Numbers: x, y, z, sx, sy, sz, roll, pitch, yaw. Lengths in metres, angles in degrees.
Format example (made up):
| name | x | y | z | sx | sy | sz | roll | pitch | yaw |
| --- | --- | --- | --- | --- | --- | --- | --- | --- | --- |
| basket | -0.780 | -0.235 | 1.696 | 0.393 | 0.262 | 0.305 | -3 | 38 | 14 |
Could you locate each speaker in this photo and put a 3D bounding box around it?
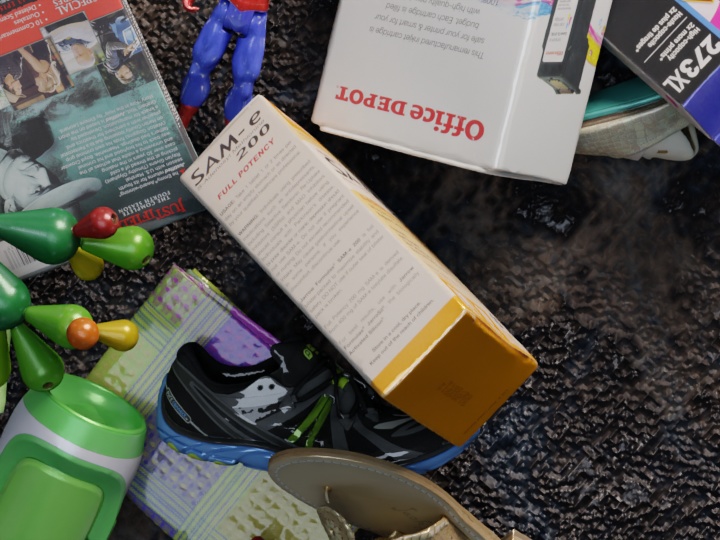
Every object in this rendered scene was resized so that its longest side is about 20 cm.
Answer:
| name | x | y | z | sx | sy | sz | roll | pitch | yaw |
| --- | --- | --- | --- | --- | --- | --- | --- | --- | --- |
| speaker | -0.206 | 0.167 | 1.567 | 0.088 | 0.088 | 0.201 | 28 | 103 | 4 |

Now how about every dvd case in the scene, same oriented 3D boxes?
| name | x | y | z | sx | sy | sz | roll | pitch | yaw |
| --- | --- | --- | --- | --- | --- | --- | --- | --- | --- |
| dvd case | -0.190 | -0.101 | 1.516 | 0.145 | 0.022 | 0.201 | -21 | 112 | 7 |

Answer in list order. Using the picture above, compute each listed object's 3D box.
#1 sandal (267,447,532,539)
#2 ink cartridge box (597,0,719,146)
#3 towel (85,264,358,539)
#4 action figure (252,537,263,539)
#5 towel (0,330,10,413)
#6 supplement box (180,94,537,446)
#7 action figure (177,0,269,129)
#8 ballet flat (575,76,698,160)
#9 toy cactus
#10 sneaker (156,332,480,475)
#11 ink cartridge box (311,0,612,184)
| name | x | y | z | sx | sy | sz | roll | pitch | yaw |
| --- | --- | --- | --- | --- | --- | --- | --- | --- | --- |
| sandal | 0.034 | 0.175 | 1.511 | 0.211 | 0.078 | 0.070 | 28 | 54 | -30 |
| ink cartridge box | 0.193 | -0.155 | 1.501 | 0.095 | 0.037 | 0.200 | -46 | 60 | 3 |
| towel | -0.079 | 0.110 | 1.594 | 0.200 | 0.023 | 0.144 | 39 | 96 | 3 |
| action figure | -0.011 | 0.261 | 1.542 | 0.065 | 0.099 | 0.200 | -42 | 102 | 7 |
| towel | -0.303 | 0.007 | 1.538 | 0.199 | 0.031 | 0.150 | 10 | 80 | -24 |
| supplement box | 0.000 | 0.000 | 1.492 | 0.074 | 0.126 | 0.200 | -46 | 62 | 4 |
| action figure | -0.078 | -0.140 | 1.520 | 0.065 | 0.099 | 0.201 | 20 | 109 | 2 |
| ballet flat | 0.209 | -0.099 | 1.537 | 0.199 | 0.067 | 0.063 | -22 | 103 | 7 |
| toy cactus | -0.227 | 0.002 | 1.497 | 0.199 | 0.102 | 0.166 | -27 | 96 | 2 |
| sneaker | -0.026 | 0.082 | 1.540 | 0.199 | 0.071 | 0.083 | 7 | 99 | 8 |
| ink cartridge box | 0.068 | -0.164 | 1.508 | 0.145 | 0.083 | 0.201 | 17 | 96 | 36 |
